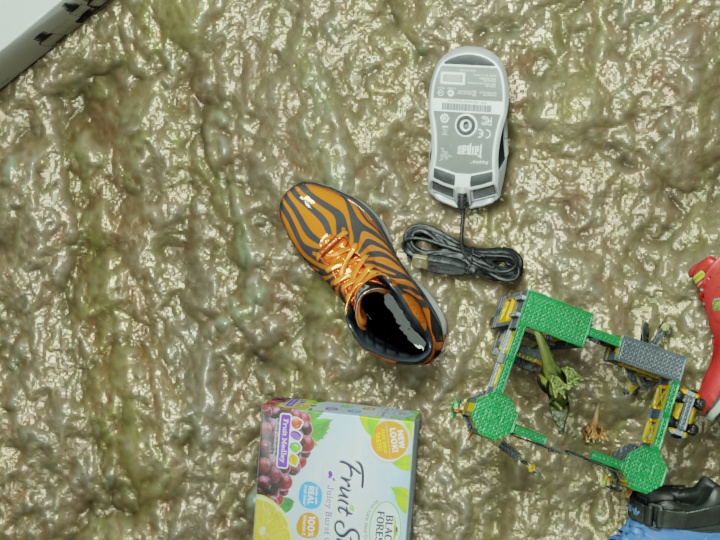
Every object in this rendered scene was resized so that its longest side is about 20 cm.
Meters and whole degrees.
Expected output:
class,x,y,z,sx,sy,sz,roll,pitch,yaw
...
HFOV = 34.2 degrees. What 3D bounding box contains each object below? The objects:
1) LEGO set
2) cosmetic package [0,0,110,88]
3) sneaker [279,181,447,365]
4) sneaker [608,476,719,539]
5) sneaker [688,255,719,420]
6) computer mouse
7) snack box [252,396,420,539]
class,x,y,z,sx,sy,sz,roll,pitch,yaw
LEGO set,0.173,0.100,0.985,0.198,0.116,0.155,12,84,-6
cosmetic package,-0.310,-0.226,1.069,0.199,0.083,0.051,-35,87,11
sneaker,0.000,0.000,1.011,0.200,0.112,0.078,45,99,5
sneaker,0.228,0.231,1.001,0.198,0.077,0.112,-9,98,6
sneaker,0.314,0.026,0.986,0.084,0.077,0.201,20,90,19
computer mouse,0.096,-0.094,1.027,0.109,0.044,0.202,7,100,14
snack box,-0.023,0.224,1.059,0.141,0.053,0.202,4,94,8
